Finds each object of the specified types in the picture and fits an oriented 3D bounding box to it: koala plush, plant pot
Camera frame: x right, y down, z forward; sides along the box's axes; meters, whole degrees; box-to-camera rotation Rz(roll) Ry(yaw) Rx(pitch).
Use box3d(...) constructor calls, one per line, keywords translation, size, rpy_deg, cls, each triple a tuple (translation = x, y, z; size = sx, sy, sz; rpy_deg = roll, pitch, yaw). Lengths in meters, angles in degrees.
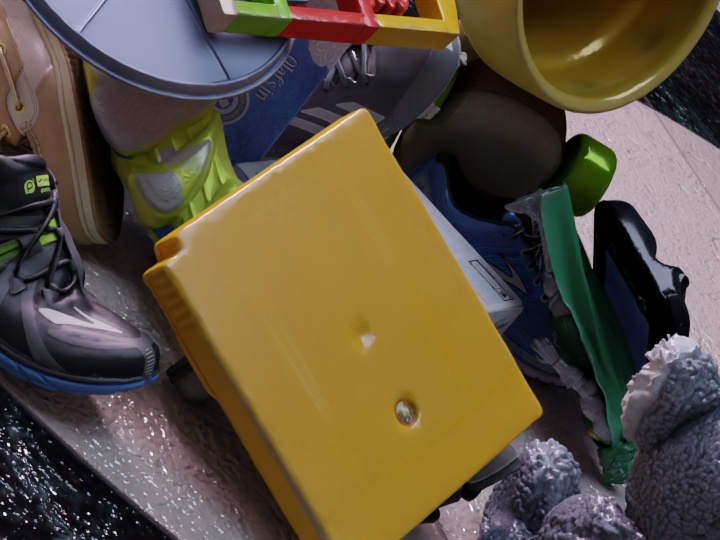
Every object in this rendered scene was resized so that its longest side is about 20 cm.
box3d(translation=(0.175, 0.146, 1.285), size=(0.177, 0.200, 0.184), rpy_deg=(40, 22, 0), cls="koala plush")
box3d(translation=(0.119, -0.232, 1.575), size=(0.200, 0.202, 0.189), rpy_deg=(16, 12, -46), cls="plant pot")

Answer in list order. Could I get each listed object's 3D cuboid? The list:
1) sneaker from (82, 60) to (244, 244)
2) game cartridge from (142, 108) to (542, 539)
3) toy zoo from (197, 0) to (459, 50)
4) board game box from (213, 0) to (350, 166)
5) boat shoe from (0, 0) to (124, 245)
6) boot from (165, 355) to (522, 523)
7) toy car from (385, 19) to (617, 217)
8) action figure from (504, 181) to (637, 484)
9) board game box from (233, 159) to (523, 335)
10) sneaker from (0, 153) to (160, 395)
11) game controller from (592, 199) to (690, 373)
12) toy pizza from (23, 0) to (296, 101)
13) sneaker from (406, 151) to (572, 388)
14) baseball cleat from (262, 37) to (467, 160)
box3d(translation=(-0.110, -0.060, 1.343), size=(0.105, 0.075, 0.201), rpy_deg=(127, -54, -75), cls="sneaker")
box3d(translation=(-0.008, 0.038, 1.242), size=(0.176, 0.032, 0.201), rpy_deg=(-36, 97, -40), cls="game cartridge")
box3d(translation=(-0.018, -0.191, 1.347), size=(0.199, 0.020, 0.132), rpy_deg=(1, 63, -37), cls="toy zoo")
box3d(translation=(-0.110, -0.164, 1.413), size=(0.198, 0.200, 0.043), rpy_deg=(35, 18, -12), cls="board game box")
box3d(translation=(-0.186, -0.100, 1.340), size=(0.074, 0.066, 0.201), rpy_deg=(54, 19, -67), cls="boat shoe")
box3d(translation=(-0.001, 0.081, 1.287), size=(0.199, 0.068, 0.132), rpy_deg=(-12, 81, -32), cls="boot")
box3d(translation=(0.100, -0.142, 1.685), size=(0.164, 0.158, 0.201), rpy_deg=(29, 57, -15), cls="toy car")
box3d(translation=(0.146, 0.044, 1.538), size=(0.118, 0.054, 0.201), rpy_deg=(-24, 96, -73), cls="action figure")
box3d(translation=(0.000, 0.000, 1.466), size=(0.148, 0.064, 0.200), rpy_deg=(47, 22, 16), cls="board game box")
box3d(translation=(-0.177, -0.014, 1.176), size=(0.200, 0.083, 0.071), rpy_deg=(44, 22, 9), cls="sneaker")
box3d(translation=(0.186, 0.030, 1.578), size=(0.105, 0.042, 0.200), rpy_deg=(53, -12, 25), cls="game controller")
box3d(translation=(-0.122, -0.177, 1.296), size=(0.199, 0.032, 0.201), rpy_deg=(19, 53, -27), cls="toy pizza")
box3d(translation=(0.104, -0.001, 1.601), size=(0.200, 0.089, 0.079), rpy_deg=(42, 22, -3), cls="sneaker")
box3d(translation=(-0.033, -0.116, 1.480), size=(0.106, 0.199, 0.070), rpy_deg=(26, 52, -41), cls="baseball cleat")
